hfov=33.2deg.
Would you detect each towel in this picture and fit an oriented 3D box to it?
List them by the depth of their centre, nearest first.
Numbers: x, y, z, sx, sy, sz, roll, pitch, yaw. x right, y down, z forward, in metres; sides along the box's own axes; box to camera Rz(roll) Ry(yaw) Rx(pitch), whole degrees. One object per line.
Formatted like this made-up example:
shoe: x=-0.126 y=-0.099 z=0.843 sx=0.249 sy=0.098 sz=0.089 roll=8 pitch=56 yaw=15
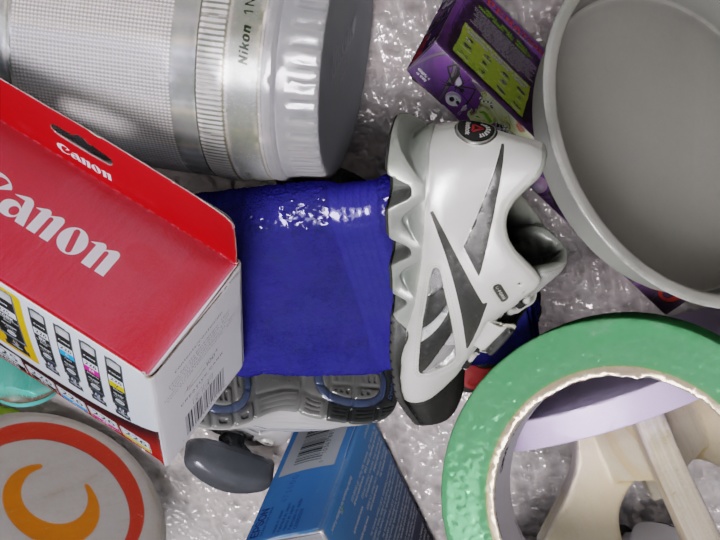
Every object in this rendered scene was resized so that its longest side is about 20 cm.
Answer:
towel: x=0.000 y=0.000 z=0.710 sx=0.200 sy=0.050 sz=0.148 roll=-5 pitch=132 yaw=14

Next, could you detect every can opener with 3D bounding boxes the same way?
can opener: x=-0.130 y=0.103 z=0.849 sx=0.053 sy=0.067 sz=0.200 roll=-21 pitch=143 yaw=38

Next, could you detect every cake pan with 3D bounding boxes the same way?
cake pan: x=0.174 y=-0.074 z=0.650 sx=0.200 sy=0.200 sz=0.037 roll=41 pitch=153 yaw=-11

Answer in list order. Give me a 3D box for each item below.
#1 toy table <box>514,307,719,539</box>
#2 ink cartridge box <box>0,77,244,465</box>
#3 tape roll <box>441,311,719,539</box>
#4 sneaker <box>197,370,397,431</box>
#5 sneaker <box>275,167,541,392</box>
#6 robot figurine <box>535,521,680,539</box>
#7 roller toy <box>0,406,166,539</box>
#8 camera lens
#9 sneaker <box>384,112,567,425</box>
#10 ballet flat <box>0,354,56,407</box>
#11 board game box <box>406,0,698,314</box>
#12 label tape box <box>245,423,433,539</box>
toy table: x=0.180 y=0.108 z=0.759 sx=0.200 sy=0.184 sz=0.117 roll=-20 pitch=99 yaw=16
ink cartridge box: x=-0.167 y=-0.005 z=0.656 sx=0.200 sy=0.084 sz=0.176 roll=30 pitch=153 yaw=11
tape roll: x=0.146 y=0.124 z=0.663 sx=0.200 sy=0.048 sz=0.201 roll=1 pitch=93 yaw=18
sneaker: x=-0.077 y=0.083 z=0.817 sx=0.200 sy=0.075 sz=0.087 roll=11 pitch=156 yaw=-22
sneaker: x=0.038 y=-0.012 z=0.775 sx=0.200 sy=0.071 sz=0.098 roll=43 pitch=120 yaw=-14
robot figurine: x=0.161 y=0.248 z=0.865 sx=0.200 sy=0.150 sz=0.125 roll=-17 pitch=80 yaw=23
roller toy: x=-0.251 y=0.215 z=0.905 sx=0.182 sy=0.200 sz=0.140 roll=28 pitch=123 yaw=-10
camera lens: x=-0.104 y=-0.137 z=0.686 sx=0.200 sy=0.160 sz=0.160 roll=9 pitch=121 yaw=8
sneaker: x=0.060 y=0.012 z=0.625 sx=0.088 sy=0.074 sz=0.200 roll=4 pitch=135 yaw=8
ballet flat: x=-0.228 y=0.015 z=0.790 sx=0.067 sy=0.200 sz=0.070 roll=-6 pitch=114 yaw=-15
board game box: x=0.116 y=-0.075 z=0.691 sx=0.200 sy=0.120 sz=0.032 roll=42 pitch=125 yaw=-10
label tape box: x=0.003 y=0.220 z=0.872 sx=0.066 sy=0.143 sz=0.200 roll=-15 pitch=114 yaw=21
